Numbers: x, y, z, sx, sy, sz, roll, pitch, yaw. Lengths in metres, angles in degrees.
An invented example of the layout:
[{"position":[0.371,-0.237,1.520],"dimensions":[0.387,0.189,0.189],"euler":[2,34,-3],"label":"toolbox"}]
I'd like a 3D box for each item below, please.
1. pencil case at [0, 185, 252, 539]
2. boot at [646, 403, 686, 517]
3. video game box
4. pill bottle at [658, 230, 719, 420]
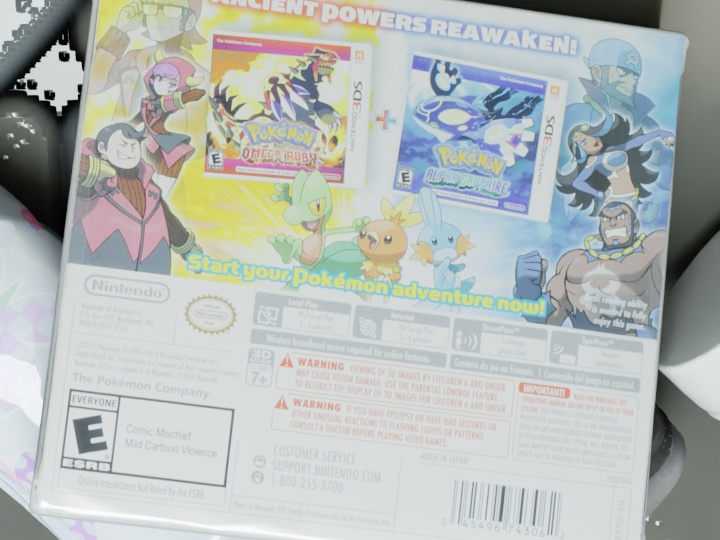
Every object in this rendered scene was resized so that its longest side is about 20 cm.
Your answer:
[{"position":[-0.109,0.040,0.857],"dimensions":[0.200,0.083,0.091],"euler":[41,90,-14],"label":"pencil case"},{"position":[0.077,0.140,0.913],"dimensions":[0.131,0.070,0.200],"euler":[37,117,-16],"label":"boot"},{"position":[0.000,0.000,0.814],"dimensions":[0.199,0.047,0.183],"euler":[8,83,-8],"label":"video game box"},{"position":[0.197,0.064,0.854],"dimensions":[0.200,0.112,0.111],"euler":[41,105,-14],"label":"pill bottle"}]
